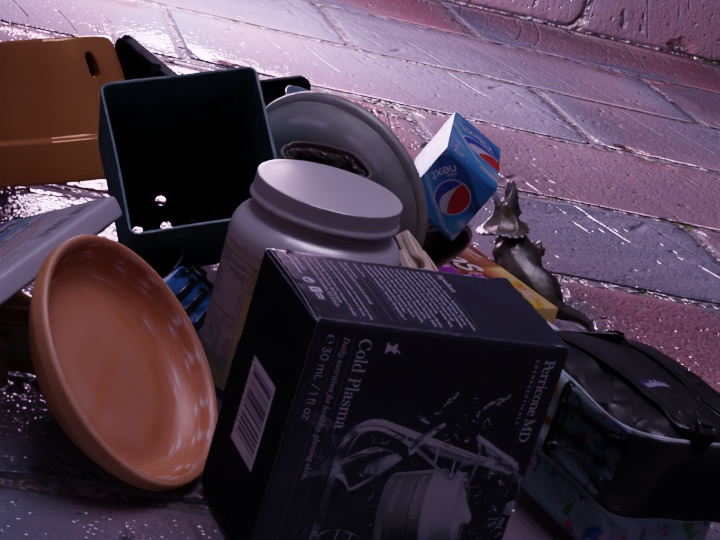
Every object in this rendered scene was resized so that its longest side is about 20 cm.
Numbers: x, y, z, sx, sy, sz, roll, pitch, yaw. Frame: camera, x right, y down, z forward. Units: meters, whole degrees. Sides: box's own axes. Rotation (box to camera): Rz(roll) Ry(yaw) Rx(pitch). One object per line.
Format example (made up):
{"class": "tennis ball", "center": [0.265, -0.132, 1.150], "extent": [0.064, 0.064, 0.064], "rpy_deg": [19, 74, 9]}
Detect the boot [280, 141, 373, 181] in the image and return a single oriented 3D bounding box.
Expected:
{"class": "boot", "center": [0.000, 0.001, 1.515], "extent": [0.182, 0.200, 0.073], "rpy_deg": [23, 30, 25]}

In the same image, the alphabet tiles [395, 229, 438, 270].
{"class": "alphabet tiles", "center": [0.086, 0.061, 1.486], "extent": [0.200, 0.015, 0.196], "rpy_deg": [66, 9, 28]}

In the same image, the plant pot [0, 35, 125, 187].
{"class": "plant pot", "center": [-0.311, -0.159, 1.714], "extent": [0.200, 0.140, 0.200], "rpy_deg": [-4, 7, 1]}

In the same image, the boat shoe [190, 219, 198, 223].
{"class": "boat shoe", "center": [-0.095, -0.054, 1.725], "extent": [0.200, 0.075, 0.062], "rpy_deg": [-1, 25, 33]}

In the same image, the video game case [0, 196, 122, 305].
{"class": "video game case", "center": [-0.305, 0.006, 1.315], "extent": [0.182, 0.022, 0.200], "rpy_deg": [-11, 20, 34]}

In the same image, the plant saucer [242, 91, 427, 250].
{"class": "plant saucer", "center": [-0.036, -0.062, 1.576], "extent": [0.200, 0.200, 0.050], "rpy_deg": [23, 37, 20]}

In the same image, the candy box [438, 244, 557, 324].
{"class": "candy box", "center": [0.096, 0.020, 1.775], "extent": [0.117, 0.057, 0.200], "rpy_deg": [1, 25, -33]}

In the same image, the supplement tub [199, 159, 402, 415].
{"class": "supplement tub", "center": [-0.050, 0.024, 1.414], "extent": [0.145, 0.200, 0.145], "rpy_deg": [15, 19, -5]}

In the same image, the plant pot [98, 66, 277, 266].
{"class": "plant pot", "center": [-0.164, -0.074, 1.578], "extent": [0.141, 0.142, 0.200], "rpy_deg": [-9, -16, -16]}

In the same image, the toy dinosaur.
{"class": "toy dinosaur", "center": [0.177, 0.007, 1.826], "extent": [0.200, 0.077, 0.102], "rpy_deg": [66, 14, 20]}

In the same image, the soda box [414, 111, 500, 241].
{"class": "soda box", "center": [0.091, -0.094, 1.668], "extent": [0.064, 0.068, 0.200], "rpy_deg": [39, 15, -6]}

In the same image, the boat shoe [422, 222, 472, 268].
{"class": "boat shoe", "center": [0.017, -0.011, 1.696], "extent": [0.200, 0.072, 0.060], "rpy_deg": [-22, 32, -24]}

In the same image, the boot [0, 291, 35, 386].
{"class": "boot", "center": [-0.256, 0.042, 1.398], "extent": [0.201, 0.071, 0.144], "rpy_deg": [-1, 25, -32]}

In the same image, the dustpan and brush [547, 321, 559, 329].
{"class": "dustpan and brush", "center": [0.183, 0.093, 1.644], "extent": [0.200, 0.057, 0.140], "rpy_deg": [4, 40, -28]}

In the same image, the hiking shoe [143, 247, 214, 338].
{"class": "hiking shoe", "center": [-0.149, 0.026, 1.504], "extent": [0.200, 0.087, 0.074], "rpy_deg": [2, 24, -35]}

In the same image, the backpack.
{"class": "backpack", "center": [0.213, 0.133, 1.399], "extent": [0.177, 0.151, 0.200], "rpy_deg": [8, 27, -38]}

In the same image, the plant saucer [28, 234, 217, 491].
{"class": "plant saucer", "center": [-0.179, 0.071, 1.273], "extent": [0.037, 0.200, 0.200], "rpy_deg": [-25, 3, 24]}

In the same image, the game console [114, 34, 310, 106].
{"class": "game console", "center": [-0.156, -0.156, 1.795], "extent": [0.176, 0.200, 0.116], "rpy_deg": [40, 60, 22]}

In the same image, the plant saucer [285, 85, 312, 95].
{"class": "plant saucer", "center": [-0.004, -0.102, 1.675], "extent": [0.201, 0.039, 0.201], "rpy_deg": [36, 15, -11]}

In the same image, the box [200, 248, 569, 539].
{"class": "box", "center": [0.013, 0.105, 1.237], "extent": [0.196, 0.200, 0.124], "rpy_deg": [6, 23, -25]}
